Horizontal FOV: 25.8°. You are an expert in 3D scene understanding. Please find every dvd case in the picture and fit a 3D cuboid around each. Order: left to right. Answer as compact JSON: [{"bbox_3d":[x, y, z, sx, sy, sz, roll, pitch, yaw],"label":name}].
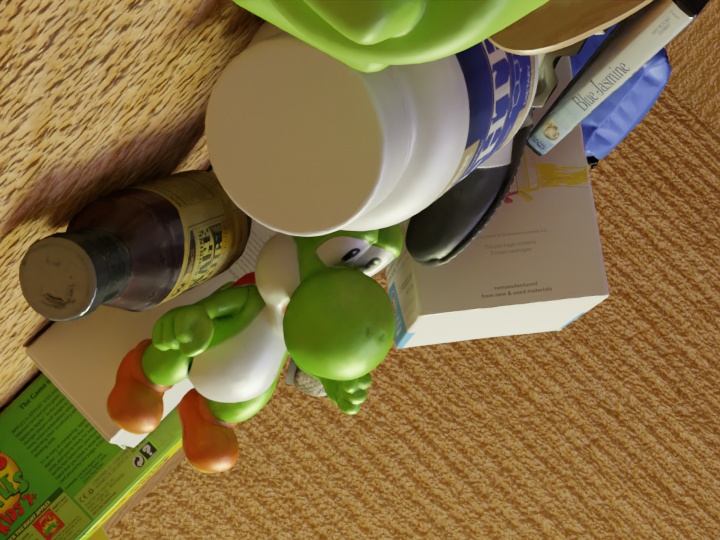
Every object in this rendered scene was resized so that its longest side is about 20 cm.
[{"bbox_3d":[0.173,-0.152,0.896,0.143,0.018,0.200,-51,-178,-24],"label":"dvd case"}]

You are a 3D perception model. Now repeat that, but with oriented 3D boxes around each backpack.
[{"bbox_3d":[0.149,-0.169,1.222,0.162,0.168,0.200,-44,-177,10],"label":"backpack"}]

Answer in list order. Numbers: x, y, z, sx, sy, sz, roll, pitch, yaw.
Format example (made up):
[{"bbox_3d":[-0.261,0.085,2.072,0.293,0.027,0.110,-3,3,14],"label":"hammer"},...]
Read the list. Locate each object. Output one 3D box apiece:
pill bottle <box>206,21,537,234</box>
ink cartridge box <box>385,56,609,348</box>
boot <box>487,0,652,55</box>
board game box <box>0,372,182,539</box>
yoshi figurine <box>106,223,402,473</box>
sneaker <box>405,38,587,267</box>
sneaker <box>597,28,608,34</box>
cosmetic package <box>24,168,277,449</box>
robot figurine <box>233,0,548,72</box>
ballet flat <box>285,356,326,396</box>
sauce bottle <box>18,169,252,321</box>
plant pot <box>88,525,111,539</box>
[{"bbox_3d":[0.007,-0.087,0.787,0.120,0.120,0.200,-47,176,29],"label":"pill bottle"},{"bbox_3d":[0.077,-0.062,1.051,0.124,0.201,0.129,-7,169,-7],"label":"ink cartridge box"},{"bbox_3d":[0.132,-0.162,0.824,0.201,0.071,0.144,-41,175,-11],"label":"boot"},{"bbox_3d":[-0.190,0.115,1.081,0.200,0.102,0.048,-45,176,-6],"label":"board game box"},{"bbox_3d":[-0.051,0.045,0.876,0.200,0.112,0.112,-41,171,30],"label":"yoshi figurine"},{"bbox_3d":[0.059,-0.103,0.928,0.201,0.088,0.074,-65,-154,4],"label":"sneaker"},{"bbox_3d":[0.111,-0.189,0.980,0.200,0.116,0.074,-40,176,-37],"label":"sneaker"},{"bbox_3d":[-0.110,0.017,1.016,0.200,0.085,0.108,-44,175,-8],"label":"cosmetic package"},{"bbox_3d":[0.029,-0.142,0.570,0.176,0.116,0.200,-53,173,30],"label":"robot figurine"},{"bbox_3d":[0.000,0.000,0.992,0.067,0.046,0.201,-59,170,-61],"label":"ballet flat"},{"bbox_3d":[-0.115,-0.011,0.818,0.066,0.066,0.200,-46,177,20],"label":"sauce bottle"},{"bbox_3d":[-0.345,0.391,1.817,0.176,0.200,0.200,-33,174,-13],"label":"plant pot"}]
